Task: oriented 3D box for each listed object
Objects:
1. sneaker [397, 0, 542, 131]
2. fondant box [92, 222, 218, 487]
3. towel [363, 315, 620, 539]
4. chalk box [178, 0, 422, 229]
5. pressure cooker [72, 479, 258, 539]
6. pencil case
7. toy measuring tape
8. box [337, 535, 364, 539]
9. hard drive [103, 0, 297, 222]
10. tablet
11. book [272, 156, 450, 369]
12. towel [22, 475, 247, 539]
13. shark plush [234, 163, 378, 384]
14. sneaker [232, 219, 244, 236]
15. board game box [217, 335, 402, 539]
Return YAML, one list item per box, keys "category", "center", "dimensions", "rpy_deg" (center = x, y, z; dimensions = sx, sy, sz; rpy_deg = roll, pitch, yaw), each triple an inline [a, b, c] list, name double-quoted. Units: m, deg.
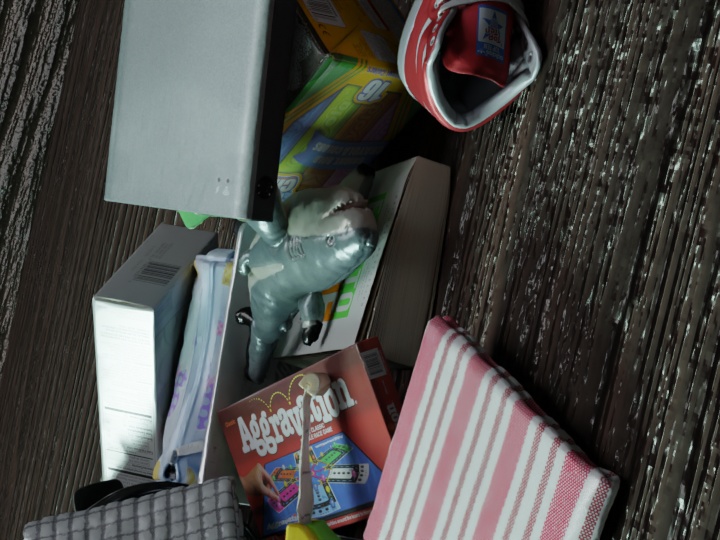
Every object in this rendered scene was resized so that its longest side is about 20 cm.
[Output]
- category: "sneaker"
  center: [0.072, -0.179, 0.898]
  dimensions: [0.113, 0.071, 0.201]
  rpy_deg: [-111, 29, -64]
- category: "fondant box"
  center: [-0.170, 0.081, 1.304]
  dimensions: [0.144, 0.058, 0.201]
  rpy_deg: [-58, -25, -58]
- category: "towel"
  center: [0.065, 0.126, 0.801]
  dimensions: [0.200, 0.030, 0.147]
  rpy_deg: [46, 124, 58]
- category: "chalk box"
  center: [-0.065, -0.113, 1.052]
  dimensions: [0.200, 0.124, 0.125]
  rpy_deg: [-46, 61, 31]
- category: "pressure cooker"
  center: [-0.174, 0.266, 1.205]
  dimensions: [0.176, 0.178, 0.200]
  rpy_deg: [-64, 12, -24]
- category: "pencil case"
  center: [-0.113, 0.085, 1.247]
  dimensions: [0.083, 0.091, 0.201]
  rpy_deg: [5, 81, 46]
- category: "toy measuring tape"
  center: [-0.008, 0.163, 0.921]
  dimensions: [0.074, 0.073, 0.201]
  rpy_deg: [176, 97, -71]
- category: "box"
  center: [-0.037, 0.280, 1.009]
  dimensions: [0.143, 0.036, 0.201]
  rpy_deg: [151, 127, -65]
- category: "hard drive"
  center: [-0.101, -0.137, 0.980]
  dimensions: [0.139, 0.033, 0.201]
  rpy_deg: [9, 93, 42]
- category: "tablet"
  center: [-0.072, 0.074, 1.138]
  dimensions: [0.130, 0.014, 0.201]
  rpy_deg: [27, -110, -64]
- category: "book"
  center: [0.000, 0.000, 1.056]
  dimensions: [0.200, 0.048, 0.134]
  rpy_deg: [166, 120, -70]
- category: "towel"
  center: [-0.146, 0.251, 1.017]
  dimensions: [0.086, 0.165, 0.200]
  rpy_deg: [71, -174, -48]
- category: "shark plush"
  center: [-0.050, 0.012, 1.016]
  dimensions: [0.200, 0.091, 0.083]
  rpy_deg: [-51, 55, 34]
- category: "sneaker"
  center: [-0.052, -0.079, 1.202]
  dimensions: [0.200, 0.075, 0.114]
  rpy_deg: [147, 130, -72]
- category: "board game box"
  center: [-0.028, 0.117, 0.991]
  dimensions: [0.200, 0.019, 0.103]
  rpy_deg: [-30, 77, 55]
